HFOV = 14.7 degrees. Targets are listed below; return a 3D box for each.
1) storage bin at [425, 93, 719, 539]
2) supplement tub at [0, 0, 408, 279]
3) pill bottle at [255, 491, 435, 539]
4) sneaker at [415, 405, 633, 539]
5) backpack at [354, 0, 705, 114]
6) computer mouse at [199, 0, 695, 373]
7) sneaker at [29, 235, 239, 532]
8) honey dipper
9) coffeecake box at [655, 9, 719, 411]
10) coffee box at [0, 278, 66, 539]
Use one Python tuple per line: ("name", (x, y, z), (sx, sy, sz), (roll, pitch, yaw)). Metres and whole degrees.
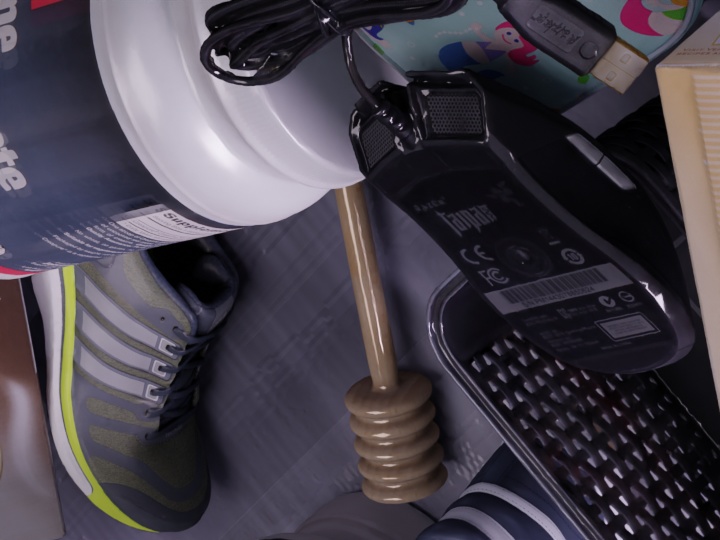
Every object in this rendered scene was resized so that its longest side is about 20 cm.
("storage bin", (0.138, 0.042, 1.012), (0.200, 0.094, 0.135), (50, 135, 6))
("supplement tub", (-0.085, -0.079, 1.063), (0.200, 0.140, 0.141), (-12, 109, 37))
("pill bottle", (-0.039, 0.182, 1.170), (0.116, 0.200, 0.117), (19, 127, 28))
("sneaker", (0.076, 0.167, 1.133), (0.070, 0.108, 0.201), (-1, 115, 39))
("backpack", (0.064, -0.152, 0.916), (0.200, 0.151, 0.177), (-28, 121, 37))
("computer mouse", (0.057, -0.047, 0.896), (0.200, 0.046, 0.140), (39, 147, -21))
("sneaker", (-0.092, 0.029, 1.212), (0.081, 0.074, 0.201), (6, 122, 30))
("honey dipper", (0.000, 0.000, 1.143), (0.038, 0.038, 0.201), (5, 117, 36))
("coffeecake box", (0.178, -0.033, 0.864), (0.073, 0.200, 0.154), (3, 118, 34))
("coffee box", (-0.203, 0.029, 1.213), (0.080, 0.114, 0.201), (-120, 21, -55))
